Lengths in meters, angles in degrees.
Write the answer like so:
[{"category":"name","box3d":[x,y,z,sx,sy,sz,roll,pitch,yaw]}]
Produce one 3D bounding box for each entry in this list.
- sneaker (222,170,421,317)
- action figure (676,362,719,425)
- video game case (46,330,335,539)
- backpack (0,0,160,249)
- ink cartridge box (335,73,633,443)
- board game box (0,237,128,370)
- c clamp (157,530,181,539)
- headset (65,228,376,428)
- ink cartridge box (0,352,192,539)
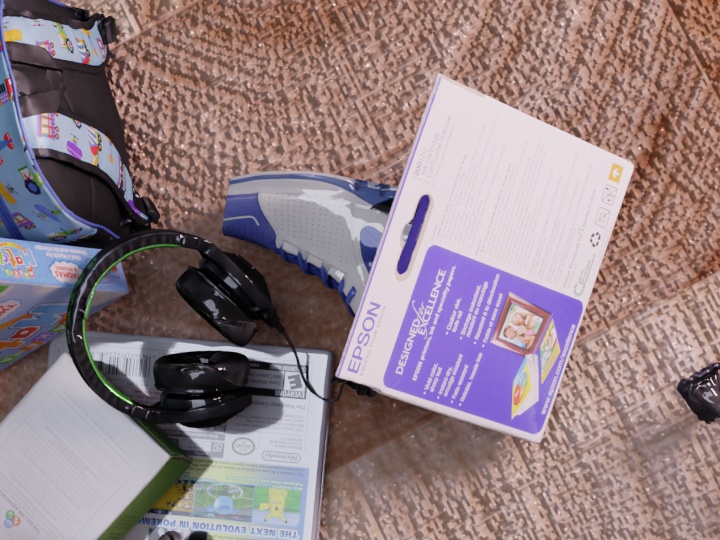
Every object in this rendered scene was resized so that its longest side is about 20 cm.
[{"category":"sneaker","box3d":[0.001,0.000,1.619,0.198,0.081,0.116,7,83,10]},{"category":"action figure","box3d":[0.281,0.137,1.539,0.119,0.102,0.200,-29,78,-5]},{"category":"video game case","box3d":[-0.123,0.137,1.660,0.199,0.022,0.183,4,85,11]},{"category":"backpack","box3d":[-0.231,-0.095,1.615,0.134,0.200,0.183,-14,82,9]},{"category":"ink cartridge box","box3d":[0.072,-0.007,1.553,0.043,0.200,0.199,18,88,46]},{"category":"board game box","box3d":[-0.270,0.026,1.588,0.151,0.200,0.037,-30,71,29]},{"category":"c clamp","box3d":[-0.188,0.205,1.580,0.027,0.199,0.172,40,117,54]},{"category":"headset","box3d":[-0.090,0.047,1.587,0.199,0.094,0.124,16,91,-18]},{"category":"ink cartridge box","box3d":[-0.220,0.163,1.632,0.104,0.059,0.200,43,91,13]}]
